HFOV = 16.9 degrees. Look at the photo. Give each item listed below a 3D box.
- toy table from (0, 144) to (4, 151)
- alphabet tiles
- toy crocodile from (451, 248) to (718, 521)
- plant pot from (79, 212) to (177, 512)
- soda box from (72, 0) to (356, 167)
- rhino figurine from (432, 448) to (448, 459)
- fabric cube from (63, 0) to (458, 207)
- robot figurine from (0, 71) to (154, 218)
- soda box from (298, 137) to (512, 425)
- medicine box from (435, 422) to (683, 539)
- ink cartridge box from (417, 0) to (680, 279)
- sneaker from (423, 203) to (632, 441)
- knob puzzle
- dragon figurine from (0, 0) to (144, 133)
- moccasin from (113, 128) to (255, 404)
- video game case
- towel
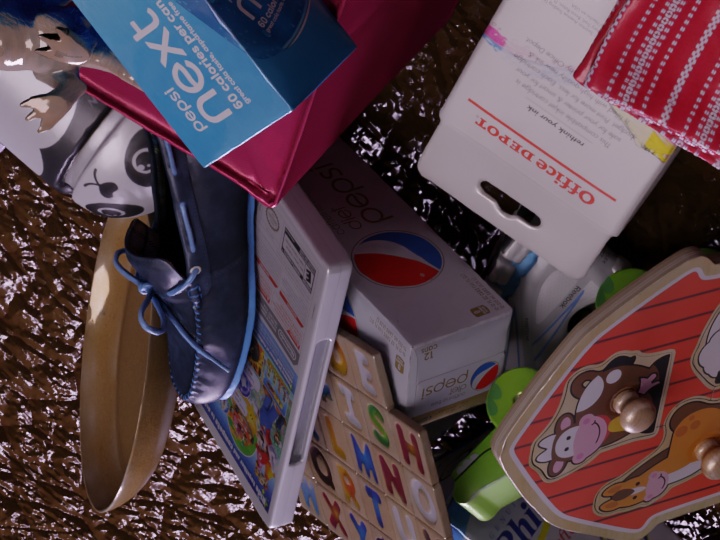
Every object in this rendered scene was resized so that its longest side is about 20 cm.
[{"bbox_3d":[-0.319,-0.097,1.505,0.200,0.117,0.184,-4,119,36],"label":"toy table"},{"bbox_3d":[-0.005,0.098,1.348,0.200,0.008,0.167,31,141,56],"label":"alphabet tiles"},{"bbox_3d":[0.130,0.062,1.307,0.062,0.200,0.068,46,177,32],"label":"toy crocodile"},{"bbox_3d":[-0.137,0.047,1.467,0.027,0.200,0.200,6,135,-16],"label":"plant pot"},{"bbox_3d":[-0.096,-0.151,1.081,0.068,0.064,0.200,-28,105,43],"label":"soda box"},{"bbox_3d":[-0.036,0.067,1.482,0.200,0.060,0.088,28,137,7],"label":"rhino figurine"},{"bbox_3d":[-0.051,-0.192,1.204,0.196,0.199,0.200,31,134,9],"label":"fabric cube"},{"bbox_3d":[-0.167,-0.118,1.382,0.200,0.150,0.125,41,89,1],"label":"robot figurine"},{"bbox_3d":[0.000,0.000,1.342,0.200,0.068,0.064,46,144,41],"label":"soda box"},{"bbox_3d":[0.102,0.202,1.438,0.200,0.103,0.182,42,145,-5],"label":"medicine box"},{"bbox_3d":[0.121,-0.102,1.251,0.116,0.068,0.200,36,133,6],"label":"ink cartridge box"},{"bbox_3d":[0.089,0.045,1.380,0.087,0.075,0.200,29,137,-2],"label":"sneaker"},{"bbox_3d":[0.162,0.074,1.276,0.030,0.219,0.220,53,148,43],"label":"knob puzzle"},{"bbox_3d":[-0.152,-0.119,1.143,0.200,0.100,0.059,11,128,3],"label":"dragon figurine"},{"bbox_3d":[-0.100,-0.018,1.323,0.080,0.068,0.200,38,133,52],"label":"moccasin"},{"bbox_3d":[-0.059,0.026,1.357,0.143,0.018,0.200,55,145,38],"label":"video game case"},{"bbox_3d":[0.221,-0.099,1.150,0.200,0.022,0.145,29,107,-9],"label":"towel"}]
